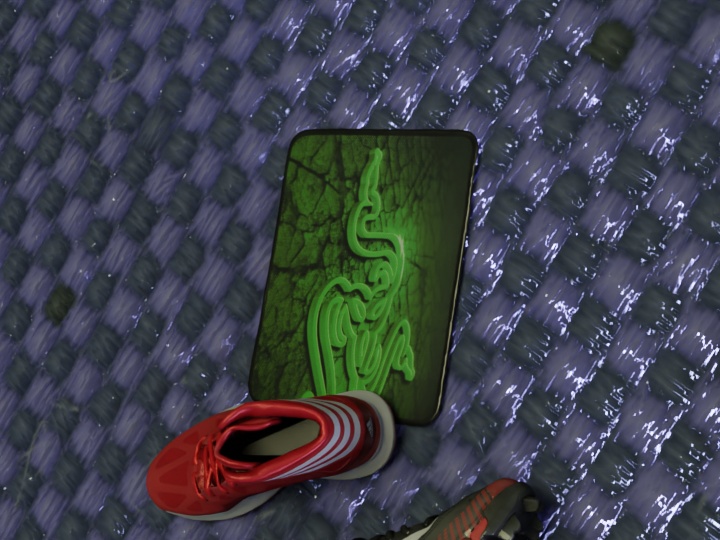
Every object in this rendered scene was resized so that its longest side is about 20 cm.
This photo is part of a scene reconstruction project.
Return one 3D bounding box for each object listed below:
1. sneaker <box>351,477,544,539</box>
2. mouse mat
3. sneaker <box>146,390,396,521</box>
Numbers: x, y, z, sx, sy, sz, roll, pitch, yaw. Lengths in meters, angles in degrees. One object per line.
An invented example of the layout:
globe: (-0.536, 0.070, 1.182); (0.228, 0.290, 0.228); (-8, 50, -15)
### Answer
sneaker: (0.025, 0.188, 0.968); (0.201, 0.071, 0.098); (-48, 60, 16)
mouse mat: (0.000, 0.000, 1.073); (0.160, 0.008, 0.202); (3, 81, 34)
sneaker: (-0.086, 0.115, 1.031); (0.199, 0.115, 0.079); (-22, 70, 28)
